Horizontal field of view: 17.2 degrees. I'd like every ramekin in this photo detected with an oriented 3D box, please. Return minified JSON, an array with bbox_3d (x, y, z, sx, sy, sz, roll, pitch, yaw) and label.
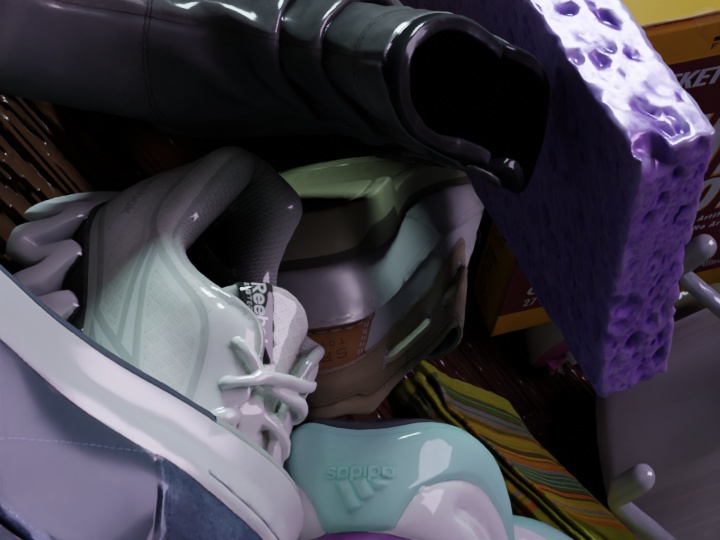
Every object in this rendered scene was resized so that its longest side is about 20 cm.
[{"bbox_3d":[0.173,0.104,0.984,0.201,0.097,0.201,56,23,-38],"label":"ramekin"}]

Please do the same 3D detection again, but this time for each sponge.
[{"bbox_3d":[0.048,-0.068,0.753,0.112,0.030,0.201,91,-23,-49],"label":"sponge"}]

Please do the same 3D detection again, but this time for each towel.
[{"bbox_3d":[0.098,0.103,0.835,0.200,0.018,0.086,43,12,30],"label":"towel"}]

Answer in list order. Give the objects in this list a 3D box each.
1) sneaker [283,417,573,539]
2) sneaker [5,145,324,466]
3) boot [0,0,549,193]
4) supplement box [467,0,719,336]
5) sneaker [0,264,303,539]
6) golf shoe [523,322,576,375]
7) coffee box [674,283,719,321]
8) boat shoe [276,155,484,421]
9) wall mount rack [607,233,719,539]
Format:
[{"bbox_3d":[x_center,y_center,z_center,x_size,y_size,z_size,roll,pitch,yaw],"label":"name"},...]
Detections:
[{"bbox_3d":[0.018,0.135,0.695,0.200,0.077,0.141,45,45,-61],"label":"sneaker"},{"bbox_3d":[-0.049,0.048,0.619,0.075,0.081,0.201,42,32,-43],"label":"sneaker"},{"bbox_3d":[-0.036,-0.067,0.636,0.200,0.131,0.070,2,101,-57],"label":"boot"},{"bbox_3d":[0.092,-0.120,0.897,0.198,0.132,0.201,103,-29,-59],"label":"supplement box"},{"bbox_3d":[-0.106,0.067,0.482,0.202,0.077,0.147,32,50,-22],"label":"sneaker"},{"bbox_3d":[0.108,-0.022,1.041,0.092,0.075,0.200,59,22,0],"label":"golf shoe"},{"bbox_3d":[0.242,0.019,1.113,0.080,0.199,0.114,57,24,-15],"label":"coffee box"},{"bbox_3d":[0.000,0.000,0.800,0.200,0.074,0.069,-30,114,-70],"label":"boat shoe"},{"bbox_3d":[0.170,0.023,0.816,0.074,0.173,0.201,40,47,-21],"label":"wall mount rack"}]
